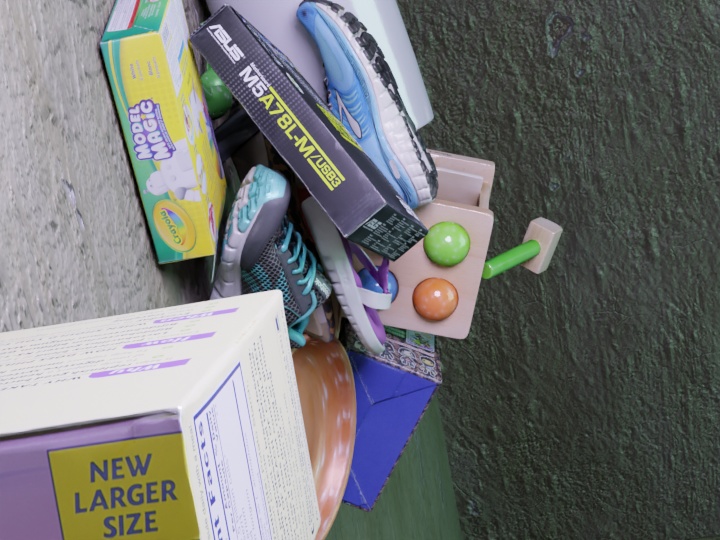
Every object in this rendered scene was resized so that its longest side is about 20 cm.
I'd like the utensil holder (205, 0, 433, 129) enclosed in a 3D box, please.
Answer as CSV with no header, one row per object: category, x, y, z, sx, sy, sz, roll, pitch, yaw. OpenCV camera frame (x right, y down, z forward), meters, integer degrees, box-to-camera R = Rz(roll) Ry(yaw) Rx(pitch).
utensil holder,-0.038,-0.205,1.486,0.170,0.169,0.201,-69,138,-78

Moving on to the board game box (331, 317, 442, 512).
board game box,-0.003,0.101,1.569,0.200,0.096,0.160,-92,-154,-63

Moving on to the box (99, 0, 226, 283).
box,-0.136,-0.098,1.185,0.118,0.048,0.201,-89,167,-61

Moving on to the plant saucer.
plant saucer,-0.059,0.148,1.380,0.200,0.037,0.201,7,90,-67

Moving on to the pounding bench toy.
pounding bench toy,0.087,-0.021,1.493,0.156,0.199,0.125,-78,179,-67

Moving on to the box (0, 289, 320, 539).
box,-0.115,0.080,0.536,0.200,0.175,0.097,-59,140,-81

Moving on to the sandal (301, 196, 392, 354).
sandal,0.002,0.006,1.329,0.203,0.050,0.083,64,4,-59

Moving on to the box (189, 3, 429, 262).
box,-0.035,-0.100,1.257,0.193,0.047,0.200,49,5,12

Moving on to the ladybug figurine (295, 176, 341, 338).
ladybug figurine,-0.065,0.006,1.454,0.136,0.072,0.201,-133,-139,-57

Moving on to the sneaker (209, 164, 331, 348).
sneaker,-0.063,-0.006,1.258,0.200,0.091,0.078,108,-5,-55

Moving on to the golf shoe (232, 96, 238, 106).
golf shoe,-0.079,-0.173,1.624,0.200,0.088,0.078,67,18,-58

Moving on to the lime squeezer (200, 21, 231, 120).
lime squeezer,-0.135,-0.164,1.391,0.071,0.038,0.200,48,14,-10

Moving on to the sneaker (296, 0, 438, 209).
sneaker,-0.012,-0.135,1.379,0.201,0.090,0.078,65,13,-2

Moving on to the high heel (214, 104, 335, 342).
high heel,-0.056,-0.047,1.371,0.200,0.071,0.143,57,34,-9
